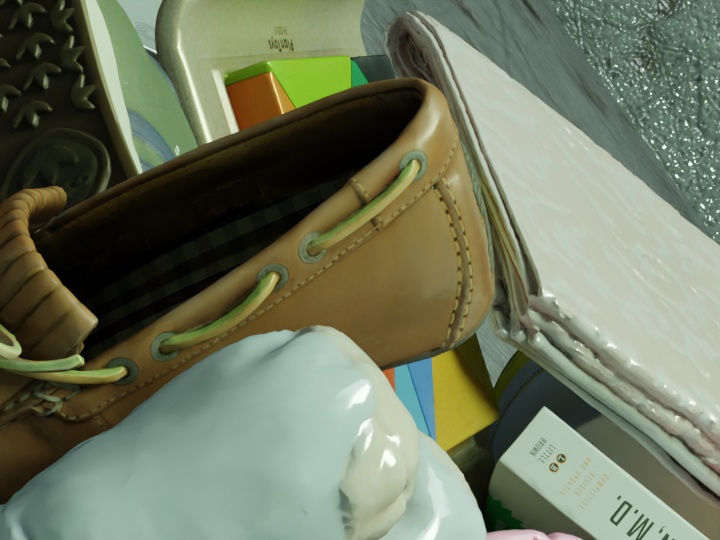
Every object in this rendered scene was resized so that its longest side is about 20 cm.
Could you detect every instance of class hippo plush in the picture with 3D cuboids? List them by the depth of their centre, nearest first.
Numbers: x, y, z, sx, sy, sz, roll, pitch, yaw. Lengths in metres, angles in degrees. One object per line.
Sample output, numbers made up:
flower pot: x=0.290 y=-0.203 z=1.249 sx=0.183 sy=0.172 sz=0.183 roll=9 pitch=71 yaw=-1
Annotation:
hippo plush: x=-0.031 y=0.115 z=0.597 sx=0.200 sy=0.159 sz=0.161 roll=38 pitch=19 yaw=-55

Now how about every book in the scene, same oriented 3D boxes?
book: x=0.129 y=0.133 z=0.975 sx=0.200 sy=0.048 sz=0.134 roll=39 pitch=-14 yaw=12

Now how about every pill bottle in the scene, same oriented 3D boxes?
pill bottle: x=0.106 y=0.081 z=1.169 sx=0.112 sy=0.112 sz=0.200 roll=53 pitch=5 yaw=-4

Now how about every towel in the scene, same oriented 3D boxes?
towel: x=0.097 y=0.009 z=1.049 sx=0.200 sy=0.032 sz=0.192 roll=37 pitch=21 yaw=-33

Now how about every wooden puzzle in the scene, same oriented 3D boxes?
wooden puzzle: x=0.000 y=0.000 z=0.922 sx=0.185 sy=0.037 sz=0.201 roll=-18 pitch=95 yaw=-72

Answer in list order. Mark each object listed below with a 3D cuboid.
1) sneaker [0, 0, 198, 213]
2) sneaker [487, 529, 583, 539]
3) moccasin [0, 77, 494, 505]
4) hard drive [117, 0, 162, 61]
sneaker: x=-0.063 y=0.008 z=0.755 sx=0.090 sy=0.067 sz=0.201 roll=46 pitch=26 yaw=-55
sneaker: x=0.078 y=0.160 z=0.890 sx=0.200 sy=0.079 sz=0.096 roll=45 pitch=26 yaw=-31
moccasin: x=-0.068 y=0.011 z=0.644 sx=0.074 sy=0.200 sz=0.078 roll=-105 pitch=176 yaw=-49
hard drive: x=-0.134 y=-0.138 z=1.118 sx=0.131 sy=0.026 sz=0.200 roll=23 pitch=24 yaw=-23
